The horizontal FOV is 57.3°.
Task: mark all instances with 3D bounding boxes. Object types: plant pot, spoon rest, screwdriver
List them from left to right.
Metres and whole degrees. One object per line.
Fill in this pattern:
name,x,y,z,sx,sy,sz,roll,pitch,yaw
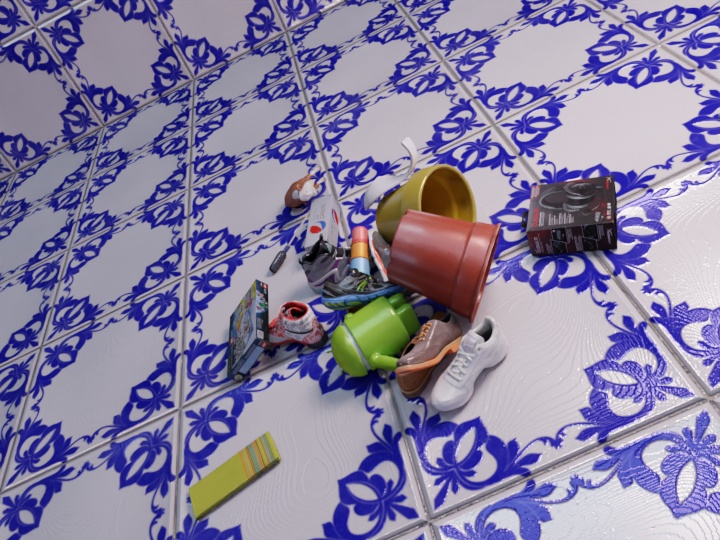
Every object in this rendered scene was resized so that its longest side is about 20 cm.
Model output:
screwdriver,-0.182,-0.080,1.761,0.029,0.028,0.203,20,72,49
spoon rest,0.070,-0.211,1.522,0.201,0.060,0.099,-52,-4,39
plant pot,0.138,-0.126,1.523,0.186,0.202,0.203,-5,40,49
plant pot,0.163,-0.024,1.320,0.190,0.204,0.204,18,53,13

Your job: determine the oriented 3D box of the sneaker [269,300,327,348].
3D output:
sneaker,-0.172,0.116,1.502,0.196,0.109,0.068,4,47,35

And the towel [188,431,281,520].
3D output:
towel,-0.250,0.405,1.308,0.197,0.018,0.086,-35,33,-6

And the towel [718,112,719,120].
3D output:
towel,0.907,-0.373,1.439,0.196,0.024,0.146,15,55,42

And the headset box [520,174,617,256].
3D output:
headset box,0.441,-0.115,1.401,0.194,0.078,0.151,-4,44,26

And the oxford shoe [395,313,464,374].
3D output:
oxford shoe,0.123,0.138,1.236,0.070,0.075,0.198,-21,0,42

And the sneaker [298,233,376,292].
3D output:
sneaker,-0.056,-0.040,1.573,0.196,0.142,0.079,-26,37,3

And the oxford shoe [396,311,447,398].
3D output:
oxford shoe,0.129,0.150,1.308,0.070,0.072,0.202,3,46,35

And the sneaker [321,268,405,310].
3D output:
sneaker,0.008,0.032,1.416,0.193,0.071,0.086,-8,72,12

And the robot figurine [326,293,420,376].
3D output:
robot figurine,0.024,0.135,1.351,0.197,0.117,0.176,-33,37,-5

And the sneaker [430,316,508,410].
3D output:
sneaker,0.193,0.168,1.224,0.200,0.101,0.074,-46,43,-18

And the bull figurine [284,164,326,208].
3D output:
bull figurine,-0.159,-0.231,1.870,0.121,0.066,0.199,-44,15,-24

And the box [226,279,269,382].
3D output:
box,-0.262,0.138,1.537,0.137,0.037,0.203,-51,29,28

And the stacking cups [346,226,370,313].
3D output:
stacking cups,0.000,0.000,1.513,0.059,0.061,0.206,-10,60,21

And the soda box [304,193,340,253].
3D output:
soda box,-0.099,-0.112,1.745,0.066,0.065,0.203,-15,39,17

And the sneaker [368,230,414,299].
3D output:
sneaker,0.079,-0.015,1.505,0.080,0.077,0.204,-25,58,3
